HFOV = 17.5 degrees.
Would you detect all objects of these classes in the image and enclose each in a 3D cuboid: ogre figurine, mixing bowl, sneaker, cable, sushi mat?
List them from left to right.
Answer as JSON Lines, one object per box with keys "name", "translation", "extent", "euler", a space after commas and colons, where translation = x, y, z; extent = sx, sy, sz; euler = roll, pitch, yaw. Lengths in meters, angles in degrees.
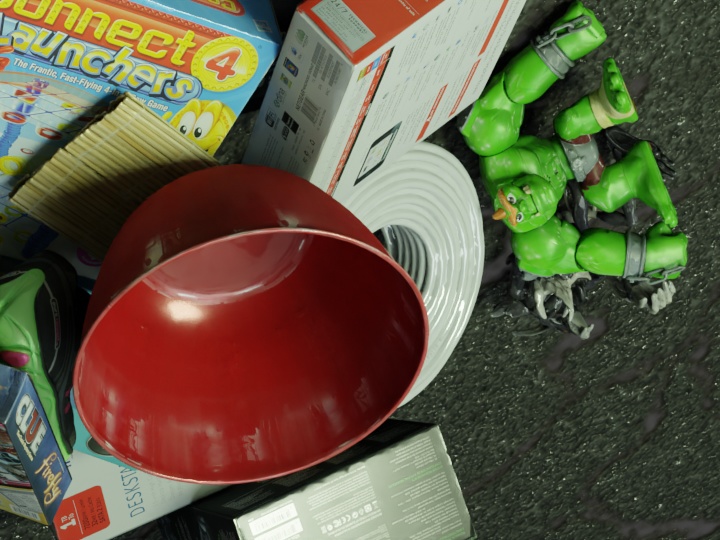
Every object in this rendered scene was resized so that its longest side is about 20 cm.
{"name": "sneaker", "translation": [-0.184, 0.053, 1.380], "extent": [0.084, 0.077, 0.200], "euler": [-49, 170, -22]}
{"name": "sushi mat", "translation": [-0.103, -0.025, 1.351], "extent": [0.095, 0.012, 0.200], "euler": [-35, 134, 19]}
{"name": "mixing bowl", "translation": [-0.069, 0.015, 1.314], "extent": [0.199, 0.109, 0.201], "euler": [-9, 135, -8]}
{"name": "cable", "translation": [0.000, 0.000, 1.566], "extent": [0.199, 0.069, 0.202], "euler": [-13, 114, -43]}
{"name": "ogre figurine", "translation": [0.142, -0.070, 1.613], "extent": [0.119, 0.098, 0.201], "euler": [-22, 129, 10]}

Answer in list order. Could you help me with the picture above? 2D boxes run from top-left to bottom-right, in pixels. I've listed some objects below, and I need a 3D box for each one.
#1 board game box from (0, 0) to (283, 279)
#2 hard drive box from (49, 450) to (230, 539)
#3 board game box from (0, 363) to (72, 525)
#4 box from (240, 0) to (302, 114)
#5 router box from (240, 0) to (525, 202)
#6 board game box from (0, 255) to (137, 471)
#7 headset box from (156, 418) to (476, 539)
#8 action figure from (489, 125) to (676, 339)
{"name": "board game box", "translation": [-0.176, -0.098, 1.307], "extent": [0.199, 0.056, 0.196], "euler": [15, 127, -29]}
{"name": "hard drive box", "translation": [-0.142, 0.097, 1.649], "extent": [0.199, 0.077, 0.156], "euler": [-23, 146, -12]}
{"name": "board game box", "translation": [-0.272, 0.075, 1.346], "extent": [0.136, 0.199, 0.035], "euler": [83, 28, -60]}
{"name": "box", "translation": [-0.066, -0.176, 1.378], "extent": [0.199, 0.050, 0.199], "euler": [-16, 145, -23]}
{"name": "router box", "translation": [0.020, -0.124, 1.367], "extent": [0.179, 0.049, 0.200], "euler": [-38, 166, -29]}
{"name": "board game box", "translation": [-0.193, 0.040, 1.464], "extent": [0.199, 0.047, 0.151], "euler": [22, 135, -22]}
{"name": "headset box", "translation": [-0.042, 0.182, 1.734], "extent": [0.173, 0.093, 0.200], "euler": [-23, -171, -23]}
{"name": "action figure", "translation": [0.166, -0.004, 1.742], "extent": [0.118, 0.102, 0.201], "euler": [-15, 140, -26]}
